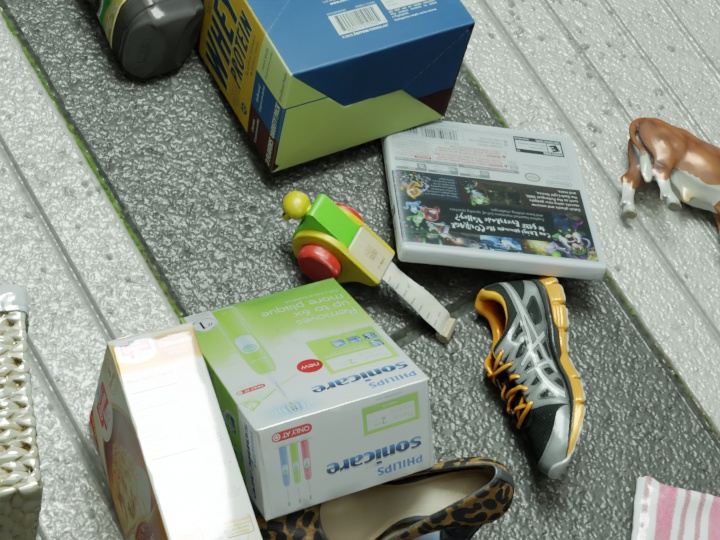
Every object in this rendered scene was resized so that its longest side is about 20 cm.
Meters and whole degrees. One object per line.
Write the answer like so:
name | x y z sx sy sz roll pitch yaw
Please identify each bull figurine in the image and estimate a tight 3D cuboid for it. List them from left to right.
bull figurine | 0.349 -0.082 1.504 0.198 0.065 0.122 22 56 -3

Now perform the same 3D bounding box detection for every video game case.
video game case | 0.122 -0.071 1.434 0.197 0.024 0.183 6 45 -13

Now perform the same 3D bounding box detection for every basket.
basket | -0.337 0.127 1.123 0.195 0.200 0.163 -8 67 -19

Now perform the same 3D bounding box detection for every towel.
towel | 0.330 0.269 1.335 0.197 0.030 0.148 15 59 -8

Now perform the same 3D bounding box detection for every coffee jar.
coffee jar | -0.222 -0.286 1.430 0.084 0.105 0.202 -20 70 -26

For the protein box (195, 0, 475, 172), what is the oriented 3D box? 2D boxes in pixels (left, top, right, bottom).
protein box | -0.035 -0.234 1.421 0.196 0.136 0.201 -19 61 -24

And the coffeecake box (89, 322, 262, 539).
coffeecake box | -0.146 0.168 1.180 0.072 0.154 0.202 -12 66 -21

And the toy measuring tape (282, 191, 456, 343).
toy measuring tape | 0.000 0.000 1.378 0.200 0.073 0.074 42 57 -18

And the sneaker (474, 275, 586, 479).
sneaker | 0.149 0.094 1.353 0.076 0.079 0.202 4 51 -14

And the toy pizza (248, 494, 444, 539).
toy pizza | -0.023 0.202 1.269 0.197 0.032 0.203 6 62 -11

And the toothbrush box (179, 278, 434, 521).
toothbrush box | -0.047 0.097 1.223 0.144 0.087 0.200 -14 29 -18

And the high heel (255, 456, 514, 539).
high heel | 0.017 0.179 1.190 0.197 0.143 0.072 1 62 -14
